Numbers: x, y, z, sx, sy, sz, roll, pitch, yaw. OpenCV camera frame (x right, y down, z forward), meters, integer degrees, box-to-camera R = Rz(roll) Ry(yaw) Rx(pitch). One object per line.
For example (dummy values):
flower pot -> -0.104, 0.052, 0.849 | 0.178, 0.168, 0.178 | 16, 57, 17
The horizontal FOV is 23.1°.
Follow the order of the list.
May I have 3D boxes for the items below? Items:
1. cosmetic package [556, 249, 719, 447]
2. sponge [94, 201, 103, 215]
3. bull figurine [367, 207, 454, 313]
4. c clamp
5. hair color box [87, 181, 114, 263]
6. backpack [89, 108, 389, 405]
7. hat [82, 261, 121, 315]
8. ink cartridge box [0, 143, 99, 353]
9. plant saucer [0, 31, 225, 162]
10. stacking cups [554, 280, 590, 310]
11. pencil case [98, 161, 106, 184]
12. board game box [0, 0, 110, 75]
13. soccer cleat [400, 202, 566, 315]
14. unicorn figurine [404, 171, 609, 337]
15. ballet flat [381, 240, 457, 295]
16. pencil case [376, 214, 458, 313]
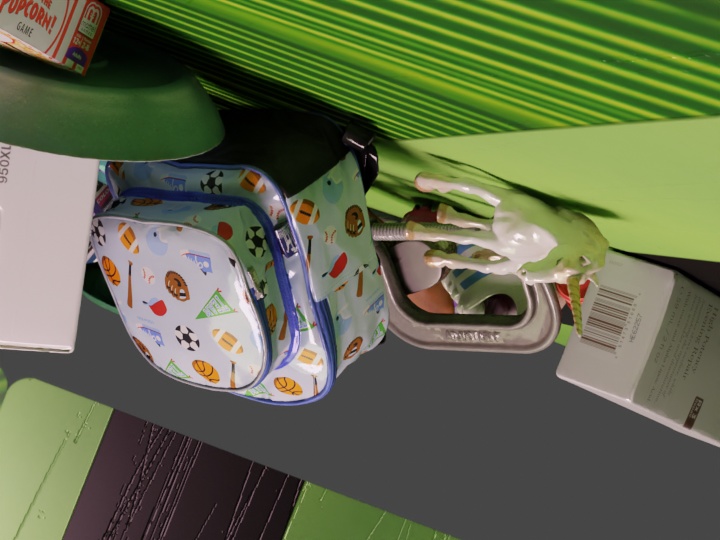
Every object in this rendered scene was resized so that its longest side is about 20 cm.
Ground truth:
cosmetic package -> 0.235, 0.064, 1.301 | 0.074, 0.102, 0.200 | 20, 178, 41
sponge -> -0.288, -0.121, 1.479 | 0.200, 0.030, 0.112 | 55, -177, 10
bull figurine -> 0.005, -0.022, 1.506 | 0.200, 0.065, 0.122 | 47, -167, -19
c clamp -> 0.056, -0.008, 1.325 | 0.199, 0.172, 0.027 | 6, -147, 35
hair color box -> -0.257, -0.081, 1.598 | 0.060, 0.100, 0.200 | 24, -158, -50
backpack -> -0.071, -0.002, 1.157 | 0.199, 0.154, 0.191 | 12, 136, 44
hat -> -0.119, -0.058, 1.290 | 0.199, 0.177, 0.165 | 5, -165, -41
ink cartridge box -> -0.221, -0.052, 1.150 | 0.084, 0.145, 0.200 | 5, -159, -13
plant saucer -> -0.179, -0.117, 1.083 | 0.199, 0.036, 0.200 | 10, -160, -4
stacking cups -> 0.193, 0.028, 1.366 | 0.060, 0.061, 0.200 | 20, 177, 29
pencil case -> -0.154, -0.092, 1.503 | 0.199, 0.085, 0.092 | 23, 140, -20
board game box -> -0.264, -0.177, 0.998 | 0.199, 0.047, 0.151 | 21, 178, 22
soccer cleat -> 0.088, 0.002, 1.412 | 0.070, 0.087, 0.200 | 23, 178, -37
unicorn figurine -> 0.100, -0.020, 1.135 | 0.137, 0.074, 0.200 | 11, -171, 16
ballet flat -> 0.000, 0.000, 1.425 | 0.199, 0.046, 0.068 | -17, 109, 42
pencil case -> 0.045, -0.002, 1.742 | 0.199, 0.086, 0.084 | 21, 179, 42
